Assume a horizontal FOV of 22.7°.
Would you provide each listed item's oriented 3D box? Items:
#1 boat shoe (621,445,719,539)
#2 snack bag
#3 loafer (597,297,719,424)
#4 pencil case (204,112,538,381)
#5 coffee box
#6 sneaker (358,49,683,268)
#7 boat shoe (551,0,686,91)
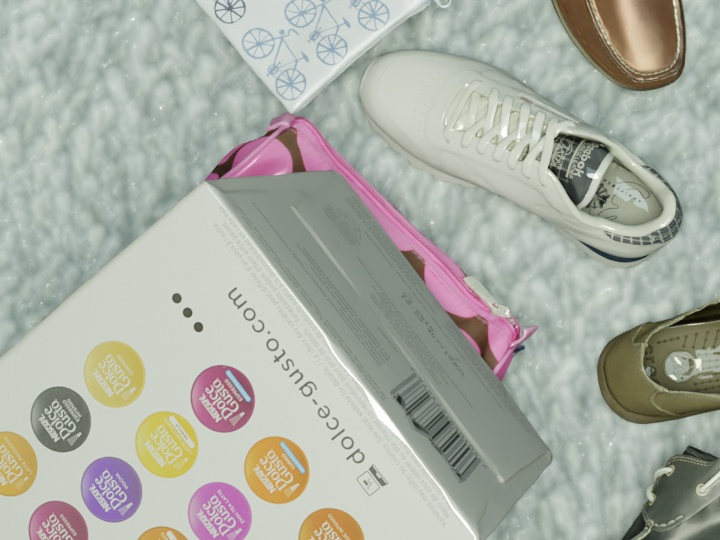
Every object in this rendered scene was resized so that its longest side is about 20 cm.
[{"bbox_3d":[0.189,0.133,0.990,0.200,0.072,0.068,-33,67,16],"label":"boat shoe"},{"bbox_3d":[-0.016,-0.213,1.026,0.200,0.021,0.189,-38,70,-2],"label":"snack bag"},{"bbox_3d":[0.233,0.042,1.003,0.199,0.067,0.076,-19,86,0],"label":"loafer"},{"bbox_3d":[0.000,0.000,1.002,0.200,0.091,0.094,43,119,3],"label":"pencil case"},{"bbox_3d":[-0.054,0.089,0.880,0.198,0.200,0.200,-39,85,15],"label":"coffee box"},{"bbox_3d":[0.091,-0.072,1.008,0.199,0.081,0.077,26,88,4],"label":"sneaker"},{"bbox_3d":[0.136,-0.199,1.020,0.075,0.072,0.201,-20,86,-1],"label":"boat shoe"}]
